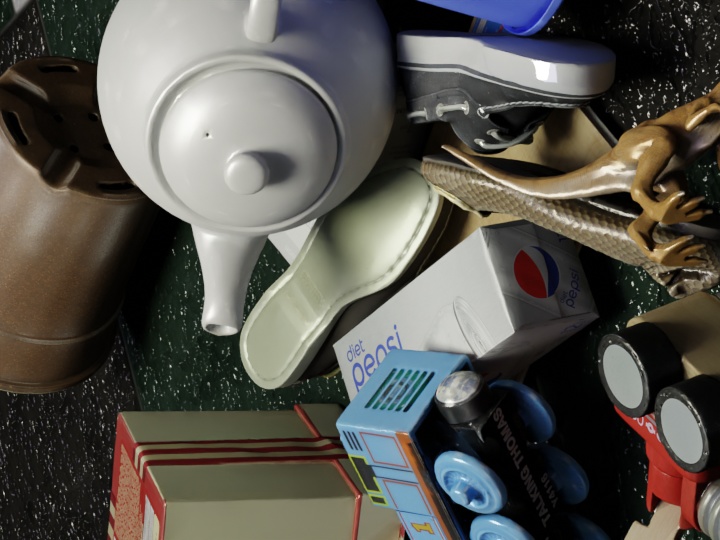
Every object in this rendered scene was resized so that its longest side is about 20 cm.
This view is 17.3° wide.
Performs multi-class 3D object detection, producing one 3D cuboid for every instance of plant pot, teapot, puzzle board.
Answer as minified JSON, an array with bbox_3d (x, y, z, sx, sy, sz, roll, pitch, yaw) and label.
[{"bbox_3d":[-0.245,-0.043,1.822,0.199,0.200,0.201,-55,52,39],"label":"plant pot"},{"bbox_3d":[-0.066,-0.098,1.403,0.197,0.200,0.146,-32,28,17],"label":"teapot"},{"bbox_3d":[0.087,-0.045,1.434,0.151,0.017,0.201,56,140,36],"label":"puzzle board"}]

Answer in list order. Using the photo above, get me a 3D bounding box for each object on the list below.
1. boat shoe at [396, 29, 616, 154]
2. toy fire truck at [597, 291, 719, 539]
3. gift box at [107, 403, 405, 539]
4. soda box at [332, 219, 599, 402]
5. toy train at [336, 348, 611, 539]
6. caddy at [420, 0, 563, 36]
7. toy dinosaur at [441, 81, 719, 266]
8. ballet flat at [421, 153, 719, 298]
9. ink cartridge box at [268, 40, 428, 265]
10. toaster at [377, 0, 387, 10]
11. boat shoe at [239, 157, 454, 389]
[{"bbox_3d":[0.079,-0.099,1.349,0.200,0.071,0.068,14,107,59],"label":"boat shoe"},{"bbox_3d":[0.188,0.137,1.234,0.176,0.128,0.201,45,146,43],"label":"toy fire truck"},{"bbox_3d":[-0.060,0.204,1.571,0.200,0.186,0.185,-127,40,-61],"label":"gift box"},{"bbox_3d":[0.060,0.037,1.422,0.200,0.063,0.069,-39,64,55],"label":"soda box"},{"bbox_3d":[0.071,0.135,1.382,0.114,0.087,0.201,6,135,40],"label":"toy train"},{"bbox_3d":[0.094,-0.222,1.295,0.200,0.104,0.142,117,155,-45],"label":"caddy"},{"bbox_3d":[0.147,-0.055,1.243,0.199,0.060,0.107,-26,50,23],"label":"toy dinosaur"},{"bbox_3d":[0.117,-0.027,1.305,0.199,0.067,0.047,17,106,31],"label":"ballet flat"},{"bbox_3d":[-0.034,-0.101,1.589,0.200,0.043,0.174,50,138,39],"label":"ink cartridge box"},{"bbox_3d":[-0.036,-0.253,1.486,0.129,0.113,0.201,49,132,45],"label":"toaster"},{"bbox_3d":[0.000,0.000,1.508,0.201,0.060,0.072,-47,61,33],"label":"boat shoe"}]
